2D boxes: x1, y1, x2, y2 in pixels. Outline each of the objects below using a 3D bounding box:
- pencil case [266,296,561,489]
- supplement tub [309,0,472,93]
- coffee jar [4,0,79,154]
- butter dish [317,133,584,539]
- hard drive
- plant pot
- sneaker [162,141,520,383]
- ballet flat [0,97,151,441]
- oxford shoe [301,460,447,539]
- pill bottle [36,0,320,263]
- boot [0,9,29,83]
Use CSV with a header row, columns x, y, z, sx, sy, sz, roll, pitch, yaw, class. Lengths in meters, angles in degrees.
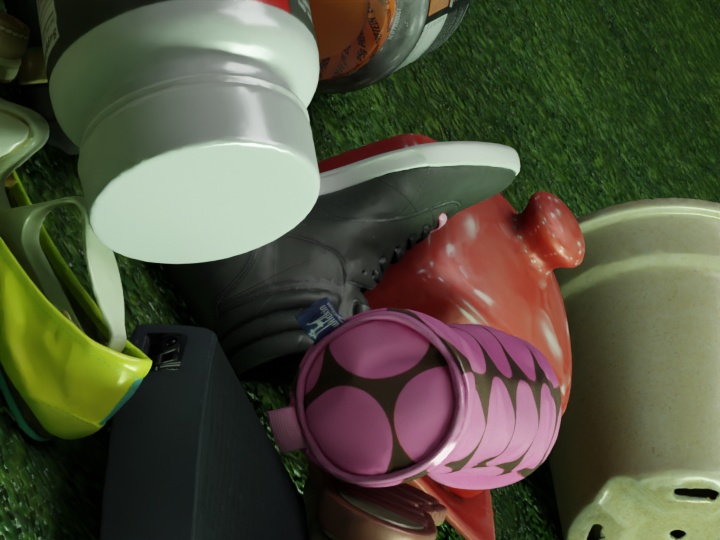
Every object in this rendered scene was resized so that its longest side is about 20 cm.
x,y,z,sx,sy,sz,roll,pitch,yaw,class
0.030,0.063,1.404,0.091,0.093,0.200,65,14,14,pencil case
-0.007,-0.172,1.775,0.123,0.122,0.200,58,17,-1,supplement tub
-0.126,-0.156,1.388,0.104,0.085,0.202,-51,130,-79,coffee jar
0.052,0.011,1.591,0.200,0.147,0.200,47,20,-32,butter dish
-0.061,0.117,1.248,0.200,0.042,0.135,-89,156,-59,hard drive
0.185,0.091,1.794,0.200,0.200,0.184,45,34,-37,plant pot
0.000,0.000,1.474,0.071,0.199,0.100,-40,-112,63,sneaker
-0.147,-0.027,1.239,0.201,0.067,0.067,61,19,8,ballet flat
-0.005,0.133,1.400,0.070,0.075,0.200,21,4,4,oxford shoe
-0.078,-0.114,1.246,0.114,0.113,0.201,33,39,-54,pill bottle
-0.184,-0.179,1.209,0.200,0.156,0.073,33,-2,-33,boot
